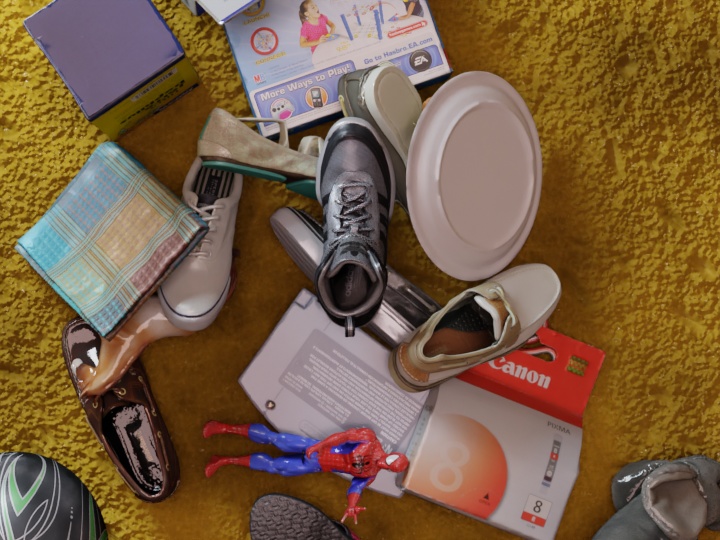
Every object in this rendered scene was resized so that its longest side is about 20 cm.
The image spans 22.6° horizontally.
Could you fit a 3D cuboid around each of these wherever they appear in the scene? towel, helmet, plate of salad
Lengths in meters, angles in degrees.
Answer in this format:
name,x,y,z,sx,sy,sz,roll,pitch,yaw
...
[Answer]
name,x,y,z,sx,sy,sz,roll,pitch,yaw
towel,-0.240,-0.032,1.717,0.147,0.200,0.022,-49,133,-2
helmet,-0.325,0.271,1.689,0.199,0.191,0.201,0,88,0
plate of salad,0.105,-0.091,1.734,0.048,0.200,0.201,5,88,43

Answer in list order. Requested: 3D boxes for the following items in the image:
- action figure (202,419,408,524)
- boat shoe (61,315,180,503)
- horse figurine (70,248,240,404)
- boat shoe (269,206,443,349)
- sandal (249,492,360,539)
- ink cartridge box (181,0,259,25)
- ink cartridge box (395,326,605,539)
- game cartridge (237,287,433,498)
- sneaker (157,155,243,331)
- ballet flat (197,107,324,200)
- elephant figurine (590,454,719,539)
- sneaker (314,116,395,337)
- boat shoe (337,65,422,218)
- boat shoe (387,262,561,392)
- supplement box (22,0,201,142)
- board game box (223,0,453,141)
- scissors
name,x,y,z,sx,sy,sz,roll,pitch,yaw
action figure,-0.057,0.186,1.712,0.199,0.099,0.065,1,109,11
boat shoe,-0.232,0.132,1.756,0.070,0.070,0.200,-30,87,2
horse figurine,-0.200,0.031,1.742,0.200,0.050,0.133,-21,60,-10
boat shoe,0.000,0.000,1.767,0.200,0.072,0.071,43,78,-4
sandal,-0.026,0.282,1.772,0.200,0.045,0.075,30,94,-14
ink cartridge box,-0.104,-0.329,1.725,0.197,0.047,0.200,-34,60,-12
ink cartridge box,0.144,0.146,1.747,0.162,0.050,0.200,22,87,-12
game cartridge,-0.014,0.128,1.775,0.200,0.040,0.133,36,85,1
sneaker,-0.154,-0.039,1.714,0.073,0.071,0.200,6,55,-2
ballet flat,-0.064,-0.109,1.730,0.200,0.067,0.063,16,80,-36
elephant figurine,0.302,0.234,1.744,0.141,0.155,0.200,9,74,42
sneaker,-0.004,-0.037,1.660,0.075,0.114,0.201,0,100,0
boat shoe,0.042,-0.111,1.745,0.072,0.060,0.202,-51,127,-32
boat shoe,0.120,0.050,1.717,0.200,0.068,0.075,-34,84,-26
supplement box,-0.229,-0.203,1.699,0.109,0.200,0.109,-34,89,-1
board game box,-0.035,-0.250,1.775,0.199,0.056,0.196,-19,88,-1
scissors,0.097,0.077,1.788,0.199,0.014,0.073,-4,90,-2
